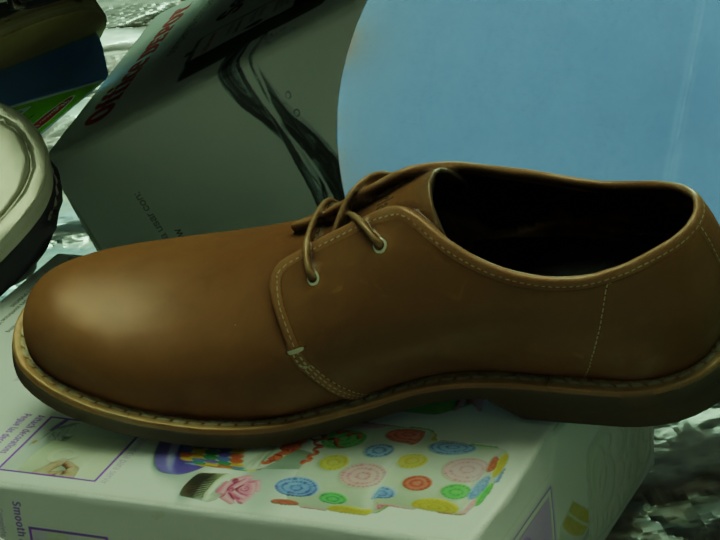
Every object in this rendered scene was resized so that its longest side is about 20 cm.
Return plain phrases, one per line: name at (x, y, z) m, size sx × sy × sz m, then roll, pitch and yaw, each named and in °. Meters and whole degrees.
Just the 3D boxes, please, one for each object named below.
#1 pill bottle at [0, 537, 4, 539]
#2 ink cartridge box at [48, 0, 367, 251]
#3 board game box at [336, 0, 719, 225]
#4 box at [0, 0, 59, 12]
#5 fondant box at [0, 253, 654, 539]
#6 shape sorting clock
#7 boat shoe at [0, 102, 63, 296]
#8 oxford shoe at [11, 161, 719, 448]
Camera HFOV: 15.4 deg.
pill bottle at (-0.119, 0.141, 0.533) m, size 0.113 × 0.113 × 0.200 m, roll -3°, pitch 25°, yaw 8°
ink cartridge box at (0.009, -0.070, 0.911) m, size 0.200 × 0.083 × 0.147 m, roll -25°, pitch 18°, yaw 22°
board game box at (0.095, -0.044, 0.777) m, size 0.200 × 0.039 × 0.158 m, roll 8°, pitch 70°, yaw 14°
box at (-0.059, -0.129, 0.885) m, size 0.200 × 0.050 × 0.198 m, roll -19°, pitch 12°, yaw -21°
fondant box at (-0.032, 0.055, 0.766) m, size 0.200 × 0.058 × 0.144 m, roll 4°, pitch 26°, yaw 24°
shape sorting clock at (-0.173, -0.037, 0.911) m, size 0.200 × 0.039 × 0.200 m, roll -31°, pitch -6°, yaw -4°
boat shoe at (-0.169, 0.032, 0.823) m, size 0.073 × 0.063 × 0.200 m, roll 41°, pitch 74°, yaw 19°
oxford shoe at (0.000, 0.000, 0.710) m, size 0.200 × 0.071 × 0.071 m, roll -5°, pitch 48°, yaw 9°
